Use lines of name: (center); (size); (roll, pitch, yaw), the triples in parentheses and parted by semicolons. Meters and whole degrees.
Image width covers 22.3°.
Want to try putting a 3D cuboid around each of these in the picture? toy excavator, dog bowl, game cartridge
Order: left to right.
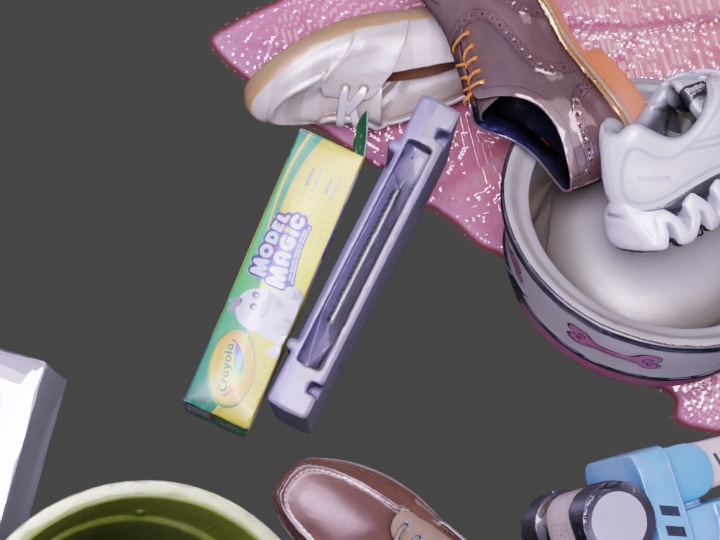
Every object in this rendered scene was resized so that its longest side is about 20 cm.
game cartridge: (0.000, 0.000, 1.100); (0.038, 0.130, 0.200); (27, 81, 0)
dog bowl: (0.177, -0.018, 1.112); (0.199, 0.074, 0.201); (4, 55, -6)
toy excavator: (0.205, 0.135, 1.126); (0.199, 0.100, 0.195); (-13, 83, -20)

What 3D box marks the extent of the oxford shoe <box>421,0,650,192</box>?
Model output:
oxford shoe: (0.082, -0.131, 1.079); (0.073, 0.071, 0.200); (-38, 75, -26)

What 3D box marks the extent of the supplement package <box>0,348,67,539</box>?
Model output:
supplement package: (-0.294, 0.122, 1.053); (0.199, 0.147, 0.192); (15, 82, -2)

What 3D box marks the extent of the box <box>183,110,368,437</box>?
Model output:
box: (-0.048, -0.001, 1.103); (0.048, 0.117, 0.201); (25, 81, -1)

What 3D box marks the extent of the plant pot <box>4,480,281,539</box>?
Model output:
plant pot: (-0.134, 0.222, 1.023); (0.199, 0.190, 0.201); (2, 81, -14)

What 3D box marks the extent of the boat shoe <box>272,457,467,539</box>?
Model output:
boat shoe: (0.036, 0.179, 1.107); (0.200, 0.072, 0.076); (33, 81, 1)

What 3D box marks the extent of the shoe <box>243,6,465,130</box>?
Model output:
shoe: (0.025, -0.126, 1.145); (0.199, 0.070, 0.054); (-18, 63, -8)

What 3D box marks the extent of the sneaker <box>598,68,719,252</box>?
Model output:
sneaker: (0.218, -0.085, 1.059); (0.200, 0.075, 0.081); (-29, 111, -27)
